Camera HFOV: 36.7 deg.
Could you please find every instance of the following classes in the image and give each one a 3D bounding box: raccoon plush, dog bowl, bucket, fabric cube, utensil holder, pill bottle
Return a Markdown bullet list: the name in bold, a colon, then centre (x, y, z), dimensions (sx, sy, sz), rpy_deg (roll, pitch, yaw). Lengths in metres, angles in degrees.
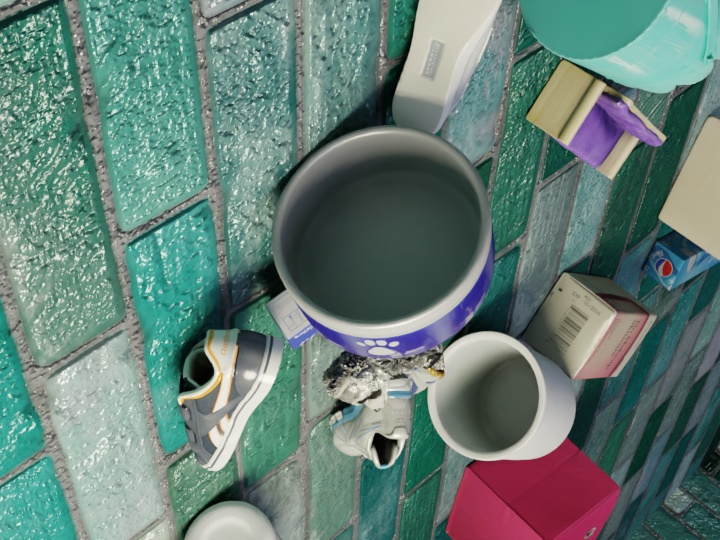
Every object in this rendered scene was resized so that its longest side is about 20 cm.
- **raccoon plush**: centre (0.009, 0.049, 1.170), dimensions (0.132, 0.203, 0.097), rpy_deg (-13, 169, -2)
- **dog bowl**: centre (0.023, -0.026, 0.987), dimensions (0.200, 0.200, 0.079), rpy_deg (-44, 154, -11)
- **bucket**: centre (0.259, -0.280, 1.041), dimensions (0.134, 0.207, 0.209), rpy_deg (2, 123, -48)
- **fabric cube**: centre (0.299, 0.420, 1.907), dimensions (0.198, 0.200, 0.198), rpy_deg (-26, 145, -35)
- **utensil holder**: centre (0.207, 0.184, 1.535), dimensions (0.171, 0.170, 0.199), rpy_deg (-54, 153, 7)
- **pill bottle**: centre (-0.136, 0.362, 1.301), dimensions (0.112, 0.112, 0.201), rpy_deg (-41, 150, -16)

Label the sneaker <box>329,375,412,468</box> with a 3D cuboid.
- **sneaker**: centre (0.012, 0.201, 1.305), dimensions (0.074, 0.088, 0.200), rpy_deg (-1, 154, -16)

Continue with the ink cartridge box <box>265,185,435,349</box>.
- **ink cartridge box**: centre (0.000, 0.000, 1.082), dimensions (0.199, 0.044, 0.094), rpy_deg (-35, 172, -5)

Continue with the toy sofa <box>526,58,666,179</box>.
- **toy sofa**: centre (0.288, -0.171, 1.310), dimensions (0.083, 0.097, 0.199), rpy_deg (-56, 152, 10)

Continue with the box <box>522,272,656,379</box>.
- **box**: centre (0.363, 0.089, 1.709), dimensions (0.199, 0.109, 0.129), rpy_deg (6, 119, -57)

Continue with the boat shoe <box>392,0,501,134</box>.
- **boat shoe**: centre (0.090, -0.219, 1.006), dimensions (0.069, 0.071, 0.202), rpy_deg (-44, 152, -60)

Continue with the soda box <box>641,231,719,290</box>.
- **soda box**: centre (0.588, -0.034, 1.939), dimensions (0.199, 0.064, 0.068), rpy_deg (-22, 141, -43)

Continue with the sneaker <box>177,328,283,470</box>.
- **sneaker**: centre (-0.142, 0.120, 1.056), dimensions (0.078, 0.079, 0.201), rpy_deg (17, 134, -14)

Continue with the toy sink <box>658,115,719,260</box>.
- **toy sink**: centre (0.597, -0.143, 1.757), dimensions (0.111, 0.130, 0.202), rpy_deg (-20, 139, -43)

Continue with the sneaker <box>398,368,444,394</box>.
- **sneaker**: centre (0.026, 0.116, 1.292), dimensions (0.088, 0.076, 0.200), rpy_deg (-37, 145, 13)
